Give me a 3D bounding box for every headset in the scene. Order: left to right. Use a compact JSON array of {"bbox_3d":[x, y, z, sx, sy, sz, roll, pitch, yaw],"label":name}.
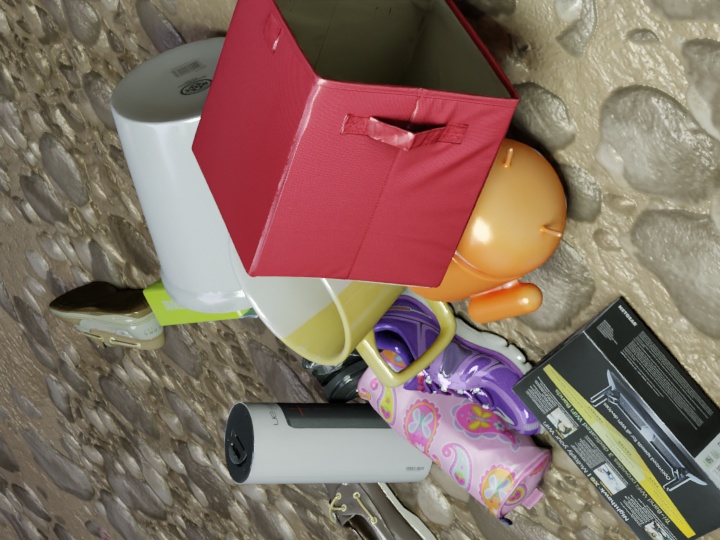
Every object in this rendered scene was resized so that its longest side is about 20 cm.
[{"bbox_3d":[-0.037,0.077,1.905,0.124,0.093,0.200,64,164,-3],"label":"headset"}]

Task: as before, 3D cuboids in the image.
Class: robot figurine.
[{"bbox_3d":[0.093,-0.039,1.576,0.116,0.145,0.200,16,161,-22],"label":"robot figurine"}]

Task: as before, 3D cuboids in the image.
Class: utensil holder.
[{"bbox_3d":[-0.128,-0.090,1.785,0.169,0.170,0.201,21,138,43],"label":"utensil holder"}]

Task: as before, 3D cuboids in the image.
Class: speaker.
[{"bbox_3d":[-0.031,0.170,1.897,0.081,0.198,0.082,-177,90,-65],"label":"speaker"}]

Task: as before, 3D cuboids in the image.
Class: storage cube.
[{"bbox_3d":[-0.011,-0.110,1.473,0.201,0.170,0.181,63,140,45],"label":"storage cube"}]

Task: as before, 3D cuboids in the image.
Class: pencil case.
[{"bbox_3d":[0.091,0.147,1.824,0.200,0.087,0.088,39,149,19],"label":"pencil case"}]

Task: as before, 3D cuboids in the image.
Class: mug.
[{"bbox_3d":[-0.007,-0.006,1.718,0.149,0.153,0.188,15,135,47],"label":"mug"}]

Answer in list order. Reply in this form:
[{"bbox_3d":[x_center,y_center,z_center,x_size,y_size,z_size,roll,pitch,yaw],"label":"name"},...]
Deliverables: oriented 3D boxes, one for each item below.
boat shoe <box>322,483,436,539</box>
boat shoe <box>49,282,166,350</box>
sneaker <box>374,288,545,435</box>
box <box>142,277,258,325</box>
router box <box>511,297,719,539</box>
[{"bbox_3d":[0.003,0.261,2.104,0.200,0.059,0.072,46,152,9],"label":"boat shoe"},{"bbox_3d":[-0.302,0.061,2.304,0.199,0.074,0.067,9,125,51],"label":"boat shoe"},{"bbox_3d":[0.087,0.097,1.772,0.199,0.083,0.081,34,147,28],"label":"sneaker"},{"bbox_3d":[-0.121,0.003,1.925,0.199,0.122,0.048,-6,117,57],"label":"box"},{"bbox_3d":[0.236,0.137,1.633,0.200,0.052,0.157,50,152,3],"label":"router box"}]
